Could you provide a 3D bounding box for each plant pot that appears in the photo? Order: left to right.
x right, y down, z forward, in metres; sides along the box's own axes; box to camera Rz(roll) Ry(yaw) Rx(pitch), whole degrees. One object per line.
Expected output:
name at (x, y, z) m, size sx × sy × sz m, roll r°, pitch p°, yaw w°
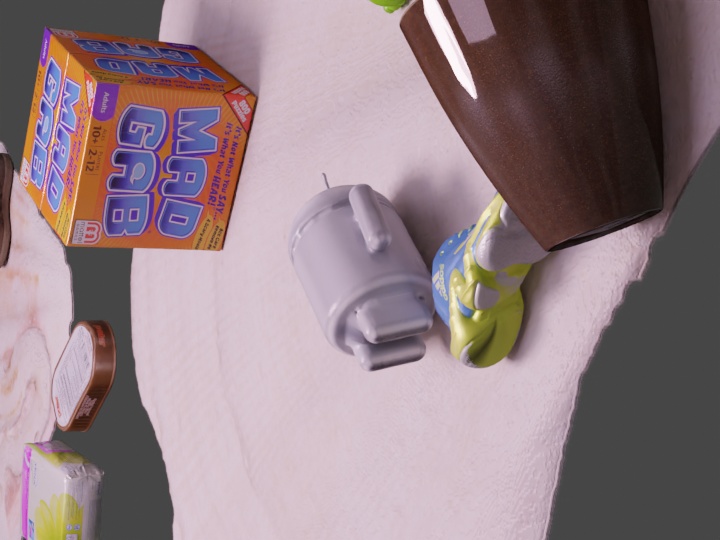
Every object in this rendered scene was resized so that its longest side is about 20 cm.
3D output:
plant pot at (0.149, -0.124, 1.052) m, size 0.187 × 0.186 × 0.201 m, roll -28°, pitch 79°, yaw 54°

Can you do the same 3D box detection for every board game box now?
board game box at (-0.273, -0.157, 1.692) m, size 0.200 × 0.199 × 0.201 m, roll 43°, pitch 124°, yaw 51°

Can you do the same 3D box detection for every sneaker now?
sneaker at (-0.642, -0.103, 2.409) m, size 0.070 × 0.075 × 0.201 m, roll 6°, pitch 93°, yaw 58°
sneaker at (0.103, -0.021, 1.191) m, size 0.105 × 0.075 × 0.201 m, roll 51°, pitch 131°, yaw 48°

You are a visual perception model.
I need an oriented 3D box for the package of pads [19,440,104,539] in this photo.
package of pads at (-0.437, 0.339, 2.058) m, size 0.200 × 0.068 × 0.156 m, roll 17°, pitch 104°, yaw 57°

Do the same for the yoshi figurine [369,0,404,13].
yoshi figurine at (-0.001, -0.301, 1.360) m, size 0.200 × 0.112 × 0.113 m, roll 14°, pitch 116°, yaw 55°

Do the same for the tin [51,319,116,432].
tin at (-0.404, 0.153, 2.045) m, size 0.200 × 0.042 × 0.112 m, roll -57°, pitch 39°, yaw 40°

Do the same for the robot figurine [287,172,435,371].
robot figurine at (0.000, 0.000, 1.321) m, size 0.170 × 0.112 × 0.201 m, roll 104°, pitch 149°, yaw -45°
